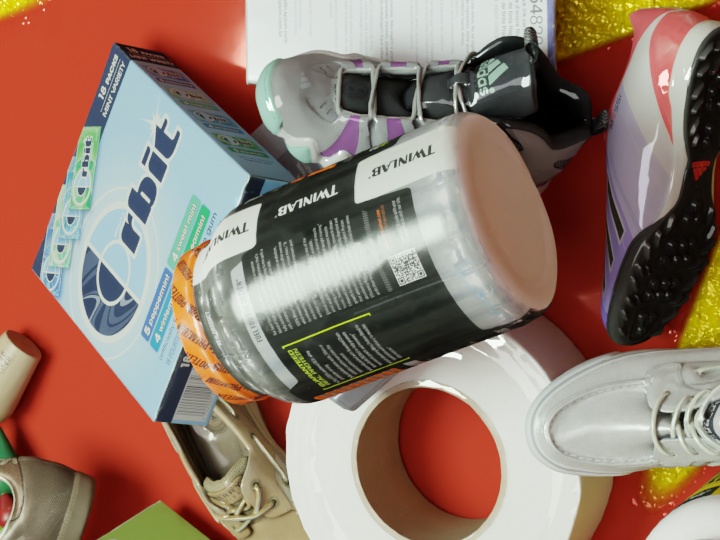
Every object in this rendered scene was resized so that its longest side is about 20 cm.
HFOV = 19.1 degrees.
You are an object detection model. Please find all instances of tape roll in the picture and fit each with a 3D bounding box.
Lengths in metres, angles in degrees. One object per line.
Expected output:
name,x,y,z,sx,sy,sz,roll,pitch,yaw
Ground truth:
tape roll,0.054,0.114,1.334,0.201,0.071,0.205,4,100,25

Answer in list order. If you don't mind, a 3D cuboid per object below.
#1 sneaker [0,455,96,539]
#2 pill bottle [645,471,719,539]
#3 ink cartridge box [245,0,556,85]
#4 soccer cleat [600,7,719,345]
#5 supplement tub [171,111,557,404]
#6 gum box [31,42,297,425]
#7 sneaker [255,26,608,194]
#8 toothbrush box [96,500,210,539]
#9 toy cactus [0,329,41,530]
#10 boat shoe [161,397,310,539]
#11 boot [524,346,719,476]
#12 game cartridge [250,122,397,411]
sneaker,-0.243,0.221,1.439,0.075,0.070,0.202,20,92,-7
pill bottle,0.216,0.172,1.192,0.110,0.200,0.113,4,99,24
ink cartridge box,0.026,-0.213,1.300,0.198,0.041,0.202,1,92,18
soccer cleat,0.172,-0.056,1.264,0.073,0.068,0.202,29,115,44
supplement tub,0.000,0.000,1.200,0.199,0.122,0.124,-21,88,25
gum box,-0.129,-0.026,1.363,0.200,0.044,0.171,43,117,47
sneaker,0.051,-0.104,1.226,0.140,0.198,0.078,-36,49,52
toothbrush box,-0.106,0.277,1.417,0.199,0.086,0.146,35,119,18
toy cactus,-0.289,0.112,1.494,0.200,0.102,0.165,43,103,23
boat shoe,-0.077,0.143,1.403,0.071,0.064,0.201,-38,82,25
boot,0.192,0.077,1.211,0.198,0.096,0.074,-13,91,3
game cartridge,-0.017,-0.017,1.317,0.133,0.040,0.201,-39,54,11
